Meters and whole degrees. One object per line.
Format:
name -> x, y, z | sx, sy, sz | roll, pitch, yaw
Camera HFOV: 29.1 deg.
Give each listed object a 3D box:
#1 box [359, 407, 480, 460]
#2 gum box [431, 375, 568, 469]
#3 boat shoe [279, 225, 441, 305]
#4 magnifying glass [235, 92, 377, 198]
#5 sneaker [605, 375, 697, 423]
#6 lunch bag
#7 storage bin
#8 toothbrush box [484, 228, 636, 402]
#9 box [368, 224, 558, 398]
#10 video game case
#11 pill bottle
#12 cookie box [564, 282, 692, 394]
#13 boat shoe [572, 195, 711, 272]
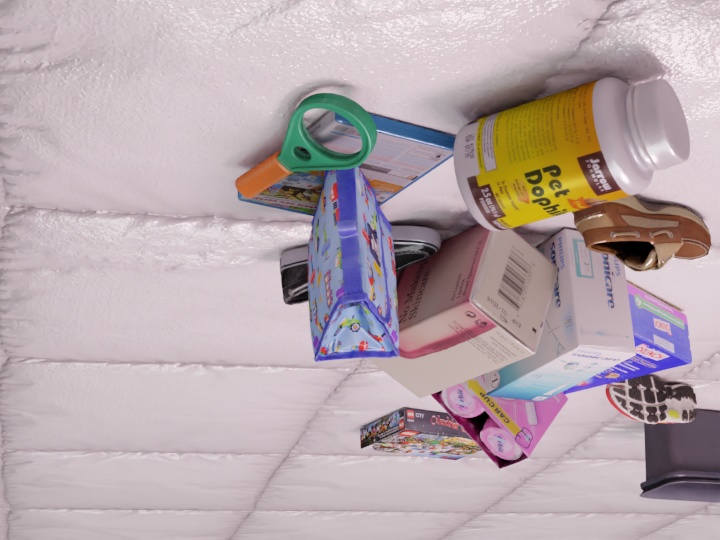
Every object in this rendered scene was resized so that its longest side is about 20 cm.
box -> 0.118, 0.277, 2.330 | 0.199, 0.038, 0.137 | 11, 155, -30
gum box -> 0.156, 0.137, 1.762 | 0.200, 0.114, 0.066 | 47, 142, -6
boat shoe -> -0.001, -0.001, 1.578 | 0.199, 0.068, 0.074 | -10, 158, 17
magnifying glass -> -0.058, -0.112, 1.321 | 0.080, 0.022, 0.200 | 41, 141, -18
sneaker -> 0.438, 0.210, 2.153 | 0.200, 0.077, 0.085 | 17, 156, -39
lunch bag -> -0.013, -0.011, 1.392 | 0.094, 0.151, 0.200 | -3, 159, 2
storage bin -> 0.564, 0.311, 2.337 | 0.199, 0.135, 0.146 | 8, 156, -22
toothbrush box -> 0.228, 0.057, 1.646 | 0.085, 0.147, 0.200 | 8, 157, -26
box -> 0.110, 0.045, 1.590 | 0.109, 0.128, 0.200 | 38, 141, -23
video game case -> -0.015, -0.101, 1.395 | 0.143, 0.018, 0.200 | 10, 155, -31
pill bottle -> 0.193, -0.110, 1.272 | 0.200, 0.110, 0.109 | -16, 155, 30
cookie box -> 0.310, 0.093, 1.839 | 0.200, 0.075, 0.171 | -18, 152, 35
boat shoe -> 0.307, -0.033, 1.523 | 0.200, 0.074, 0.076 | 13, 154, -34
